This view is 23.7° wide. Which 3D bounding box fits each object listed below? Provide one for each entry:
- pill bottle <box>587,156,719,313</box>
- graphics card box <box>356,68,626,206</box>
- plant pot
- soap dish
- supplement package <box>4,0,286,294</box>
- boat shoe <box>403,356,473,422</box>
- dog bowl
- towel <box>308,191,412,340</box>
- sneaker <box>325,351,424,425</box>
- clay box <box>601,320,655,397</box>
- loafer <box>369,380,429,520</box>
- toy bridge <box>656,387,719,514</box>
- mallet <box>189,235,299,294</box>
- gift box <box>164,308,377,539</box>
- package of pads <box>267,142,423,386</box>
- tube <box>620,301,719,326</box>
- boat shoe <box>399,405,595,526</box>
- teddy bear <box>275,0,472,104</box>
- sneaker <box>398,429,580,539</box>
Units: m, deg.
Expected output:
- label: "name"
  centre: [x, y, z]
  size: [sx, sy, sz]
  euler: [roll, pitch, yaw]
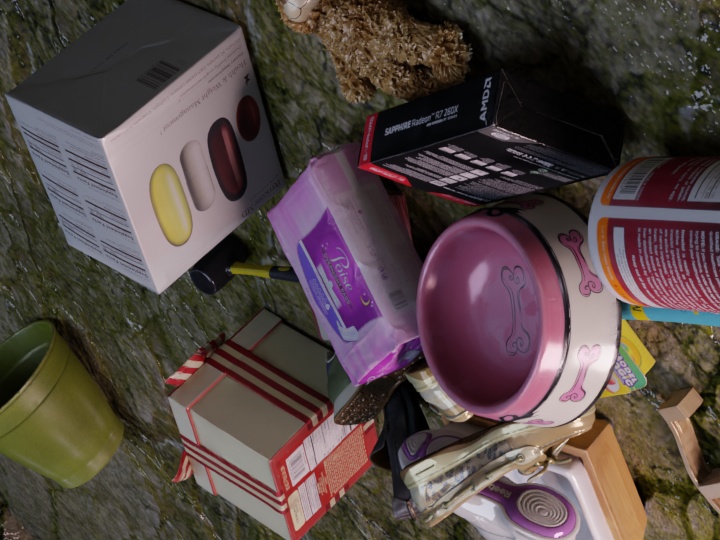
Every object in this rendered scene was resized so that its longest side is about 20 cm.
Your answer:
- label: "pill bottle"
  centre: [0.267, -0.025, 1.224]
  size: [0.199, 0.113, 0.113]
  euler: [6, 132, 53]
- label: "graphics card box"
  centre: [0.101, -0.101, 1.364]
  size: [0.125, 0.051, 0.200]
  euler: [17, 167, -27]
- label: "plant pot"
  centre: [-0.454, 0.210, 2.501]
  size: [0.193, 0.201, 0.200]
  euler: [47, 155, -26]
- label: "soap dish"
  centre: [0.180, 0.200, 1.677]
  size: [0.199, 0.081, 0.158]
  euler: [13, 137, 48]
- label: "supplement package"
  centre: [-0.203, -0.127, 1.674]
  size: [0.147, 0.191, 0.201]
  euler: [26, 147, 35]
- label: "boat shoe"
  centre: [0.086, 0.103, 1.615]
  size: [0.063, 0.073, 0.201]
  euler: [59, -178, 2]
- label: "dog bowl"
  centre: [0.125, 0.036, 1.445]
  size: [0.200, 0.073, 0.202]
  euler: [8, 100, 54]
- label: "towel"
  centre: [0.000, 0.000, 1.684]
  size: [0.200, 0.023, 0.145]
  euler: [-4, 102, 58]
- label: "sneaker"
  centre: [0.019, 0.073, 1.751]
  size: [0.200, 0.067, 0.090]
  euler: [-49, 47, 43]
- label: "clay box"
  centre: [0.177, 0.060, 1.534]
  size: [0.115, 0.048, 0.200]
  euler: [52, 151, -11]
- label: "loafer"
  centre: [0.040, 0.178, 1.782]
  size: [0.200, 0.072, 0.073]
  euler: [-116, 0, -54]
- label: "toy bridge"
  centre: [0.324, 0.185, 1.511]
  size: [0.200, 0.027, 0.067]
  euler: [51, 154, -6]
- label: "mallet"
  centre: [-0.094, -0.005, 1.856]
  size: [0.199, 0.066, 0.041]
  euler: [0, 131, 36]
- label: "gift box"
  centre: [-0.113, 0.175, 1.944]
  size: [0.186, 0.200, 0.185]
  euler: [29, 143, 34]
- label: "package of pads"
  centre: [-0.003, -0.005, 1.593]
  size: [0.201, 0.075, 0.121]
  euler: [63, 149, 12]
- label: "tube"
  centre: [0.260, 0.012, 1.353]
  size: [0.199, 0.050, 0.078]
  euler: [9, 94, 51]
- label: "boat shoe"
  centre: [0.130, 0.169, 1.543]
  size: [0.199, 0.073, 0.063]
  euler: [-27, 83, 30]
- label: "teddy bear"
  centre: [0.005, -0.198, 1.420]
  size: [0.200, 0.067, 0.145]
  euler: [46, 150, 0]
- label: "sneaker"
  centre: [0.116, 0.226, 1.630]
  size: [0.199, 0.075, 0.100]
  euler: [30, 147, 29]
